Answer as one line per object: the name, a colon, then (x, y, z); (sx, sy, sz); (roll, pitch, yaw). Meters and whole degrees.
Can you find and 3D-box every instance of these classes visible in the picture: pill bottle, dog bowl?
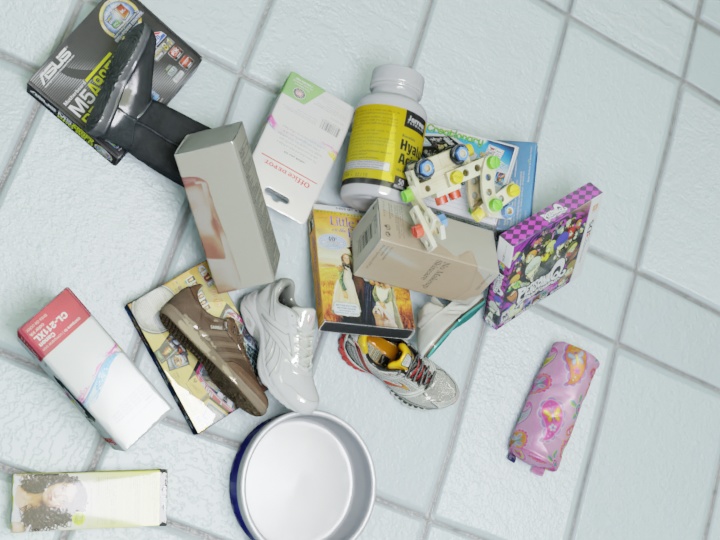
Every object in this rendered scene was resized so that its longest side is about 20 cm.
pill bottle: (0.039, -0.192, 1.451); (0.109, 0.111, 0.205); (13, 79, -18)
dog bowl: (-0.081, 0.297, 1.373); (0.196, 0.079, 0.205); (4, 79, -21)

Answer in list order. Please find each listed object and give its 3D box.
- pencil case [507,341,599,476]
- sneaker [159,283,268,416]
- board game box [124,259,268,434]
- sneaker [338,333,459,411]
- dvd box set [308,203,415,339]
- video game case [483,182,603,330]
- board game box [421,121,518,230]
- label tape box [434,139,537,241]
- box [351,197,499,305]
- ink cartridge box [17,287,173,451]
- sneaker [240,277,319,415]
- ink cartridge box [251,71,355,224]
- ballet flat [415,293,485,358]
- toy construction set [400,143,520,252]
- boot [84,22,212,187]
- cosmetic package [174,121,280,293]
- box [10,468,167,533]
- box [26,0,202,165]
pencil case: (0.301, 0.213, 1.535); (0.086, 0.087, 0.203); (30, 72, -13)
sneaker: (-0.181, 0.105, 1.335); (0.201, 0.070, 0.076); (49, 63, -8)
board game box: (-0.221, 0.105, 1.376); (0.134, 0.035, 0.203); (-29, 92, -23)
sneaker: (0.062, 0.147, 1.452); (0.197, 0.082, 0.079); (28, 72, -15)
dvd box set: (0.000, 0.000, 1.441); (0.143, 0.030, 0.204); (8, 55, -21)
video game case: (0.279, -0.021, 1.517); (0.198, 0.184, 0.036); (-29, 53, -28)
board game box: (0.130, -0.151, 1.502); (0.196, 0.035, 0.129); (17, 80, 12)
label tape box: (0.173, -0.128, 1.542); (0.195, 0.063, 0.148); (6, 77, 11)
box: (0.093, -0.025, 1.424); (0.196, 0.095, 0.079); (14, 51, -22)
ink cartridge box: (-0.342, 0.131, 1.264); (0.083, 0.145, 0.201); (-42, 96, -20)
sneaker: (-0.096, 0.097, 1.355); (0.077, 0.099, 0.203); (11, 48, -56)
ink cartridge box: (-0.099, -0.171, 1.453); (0.116, 0.067, 0.203); (28, 71, -13)
ballet flat: (0.121, 0.068, 1.472); (0.070, 0.069, 0.199); (59, 37, -3)
toy construction set: (0.131, -0.105, 1.388); (0.198, 0.091, 0.134); (-26, 101, -36)
boot: (-0.259, -0.217, 1.358); (0.198, 0.065, 0.167); (28, 88, -37)
cosmetic package: (-0.177, -0.085, 1.340); (0.085, 0.104, 0.204); (-11, 111, 6)
box: (-0.351, 0.298, 1.284); (0.196, 0.050, 0.077); (1, 80, -21)
box: (-0.343, -0.276, 1.389); (0.160, 0.044, 0.201); (41, 69, -11)
